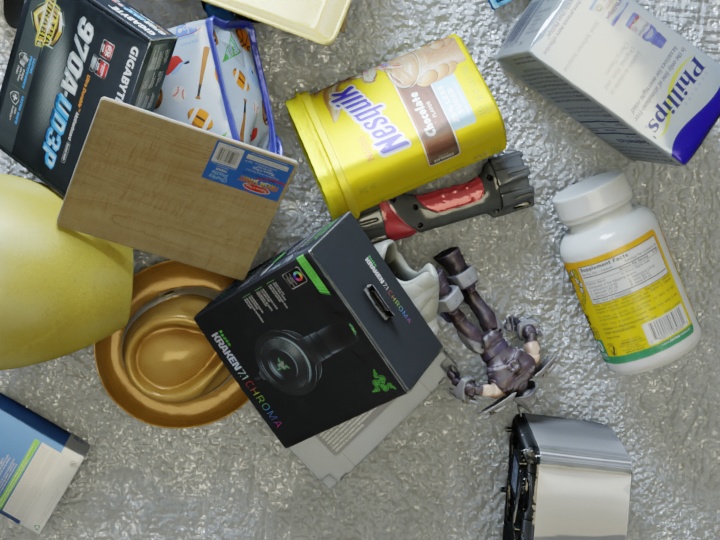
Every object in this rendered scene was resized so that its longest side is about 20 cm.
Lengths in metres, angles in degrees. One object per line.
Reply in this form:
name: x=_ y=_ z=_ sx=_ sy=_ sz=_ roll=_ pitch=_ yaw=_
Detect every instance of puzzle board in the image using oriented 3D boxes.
puzzle board: x=-0.179 y=-0.077 z=1.360 sx=0.198 sy=0.017 sz=0.152 roll=17 pitch=123 yaw=-18

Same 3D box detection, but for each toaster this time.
toaster: x=0.214 y=0.260 z=1.496 sx=0.117 sy=0.200 sz=0.183 roll=3 pitch=97 yaw=0

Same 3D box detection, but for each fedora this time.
fedora: x=-0.191 y=0.085 z=1.503 sx=0.198 sy=0.082 sz=0.203 roll=-1 pitch=98 yaw=-4

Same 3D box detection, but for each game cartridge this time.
game cartridge: x=-0.007 y=0.127 z=1.546 sx=0.200 sy=0.042 sz=0.133 roll=-44 pitch=94 yaw=3

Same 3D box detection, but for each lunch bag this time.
lunch bag: x=-0.177 y=-0.141 z=1.435 sx=0.168 sy=0.124 sz=0.202 roll=-13 pitch=92 yaw=24

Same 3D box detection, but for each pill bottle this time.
pill bottle: x=0.282 y=0.000 z=1.508 sx=0.112 sy=0.113 sz=0.202 roll=-24 pitch=99 yaw=0

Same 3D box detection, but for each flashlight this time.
flashlight: x=0.085 y=-0.080 z=1.510 sx=0.198 sy=0.068 sz=0.069 roll=-18 pitch=66 yaw=-3

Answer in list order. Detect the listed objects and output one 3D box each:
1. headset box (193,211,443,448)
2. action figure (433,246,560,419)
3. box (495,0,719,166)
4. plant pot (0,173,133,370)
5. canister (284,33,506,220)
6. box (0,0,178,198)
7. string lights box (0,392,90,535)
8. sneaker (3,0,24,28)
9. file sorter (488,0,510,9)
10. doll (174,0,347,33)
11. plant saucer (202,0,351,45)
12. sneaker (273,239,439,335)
headset box: x=-0.038 y=0.061 z=1.422 sx=0.199 sy=0.093 sz=0.175 roll=-27 pitch=101 yaw=38
action figure: x=0.136 y=0.073 z=1.520 sx=0.130 sy=0.069 sz=0.201 roll=-38 pitch=99 yaw=-29
box: x=0.260 y=-0.207 z=1.444 sx=0.199 sy=0.184 sz=0.105 roll=35 pitch=93 yaw=-8
plant pot: x=-0.309 y=0.005 z=1.441 sx=0.140 sy=0.200 sz=0.203 roll=3 pitch=98 yaw=-16
canister: x=0.037 y=-0.151 z=1.464 sx=0.198 sy=0.087 sz=0.149 roll=-23 pitch=58 yaw=-2
box: x=-0.278 y=-0.179 z=1.381 sx=0.158 sy=0.046 sz=0.201 roll=35 pitch=118 yaw=20
string lights box: x=-0.406 y=0.188 z=1.516 sx=0.199 sy=0.059 sz=0.103 roll=32 pitch=94 yaw=-7
sneaker: x=-0.275 y=-0.302 z=1.453 sx=0.200 sy=0.107 sz=0.068 roll=-30 pitch=69 yaw=33
file sorter: x=0.201 y=-0.383 z=1.447 sx=0.199 sy=0.123 sz=0.140 roll=-28 pitch=98 yaw=1
doll: x=-0.111 y=-0.293 z=1.473 sx=0.197 sy=0.048 sz=0.138 roll=7 pitch=83 yaw=-3
plant saucer: x=-0.089 y=-0.336 z=1.437 sx=0.198 sy=0.049 sz=0.202 roll=20 pitch=72 yaw=2
sneaker: x=0.000 y=0.000 z=1.479 sx=0.198 sy=0.076 sz=0.093 roll=20 pitch=117 yaw=19
